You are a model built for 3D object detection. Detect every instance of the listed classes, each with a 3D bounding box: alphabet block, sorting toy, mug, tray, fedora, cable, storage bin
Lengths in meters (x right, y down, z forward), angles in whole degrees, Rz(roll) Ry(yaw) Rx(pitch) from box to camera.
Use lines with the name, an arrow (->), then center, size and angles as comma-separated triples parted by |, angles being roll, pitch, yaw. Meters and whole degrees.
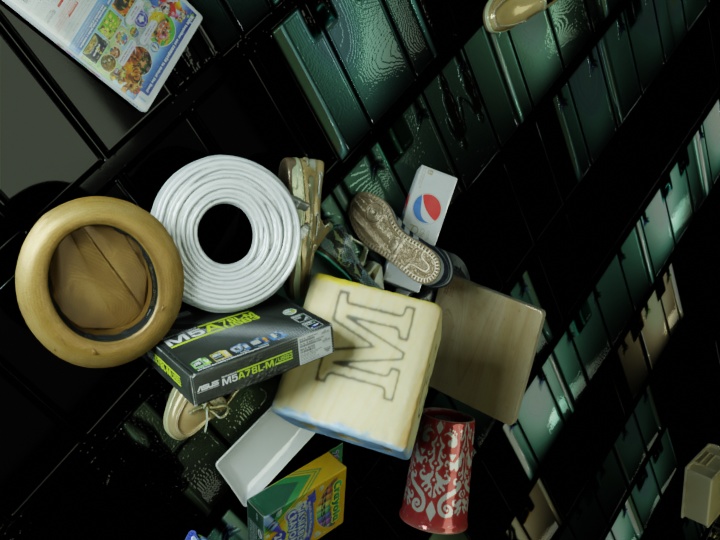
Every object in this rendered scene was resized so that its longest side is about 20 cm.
alphabet block -> 0.004, 0.144, 1.069 | 0.196, 0.192, 0.204 | 75, 31, -73
sorting toy -> 0.216, 0.130, 1.282 | 0.069, 0.196, 0.204 | -5, 112, -53
mug -> 0.147, 0.369, 1.407 | 0.130, 0.177, 0.205 | 6, 94, -7
tray -> -0.136, 0.260, 1.150 | 0.200, 0.022, 0.109 | -44, 127, -26
fedora -> -0.306, 0.009, 0.865 | 0.197, 0.081, 0.205 | -9, 107, -30
cable -> -0.173, -0.045, 0.950 | 0.198, 0.069, 0.203 | 31, 83, -18
storage bin -> 1.181, 0.725, 2.498 | 0.196, 0.093, 0.204 | -22, 116, -39

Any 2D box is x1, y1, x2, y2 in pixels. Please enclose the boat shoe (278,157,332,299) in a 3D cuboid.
boat shoe -> -0.075, -0.059, 1.063 | 0.075, 0.071, 0.205 | -3, 105, -23

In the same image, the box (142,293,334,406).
box -> -0.164, 0.088, 0.944 | 0.197, 0.192, 0.049 | -17, 116, -31

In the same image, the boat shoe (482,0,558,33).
boat shoe -> 0.301, -0.485, 1.324 | 0.199, 0.075, 0.073 | -40, 126, -29

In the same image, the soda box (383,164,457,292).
soda box -> 0.096, -0.068, 1.236 | 0.067, 0.064, 0.204 | 19, 87, -3

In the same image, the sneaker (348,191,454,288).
sneaker -> 0.067, -0.043, 1.167 | 0.070, 0.200, 0.108 | -51, 154, 11

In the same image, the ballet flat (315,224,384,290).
ballet flat -> 0.000, 0.000, 1.170 | 0.075, 0.073, 0.200 | -56, 137, -16

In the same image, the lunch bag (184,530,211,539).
lunch bag -> -0.215, 0.507, 1.048 | 0.169, 0.127, 0.202 | 37, 69, -26

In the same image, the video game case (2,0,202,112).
video game case -> -0.290, -0.303, 0.848 | 0.199, 0.018, 0.145 | 39, 74, -42

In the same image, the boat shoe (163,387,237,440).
boat shoe -> -0.198, 0.151, 1.031 | 0.202, 0.062, 0.073 | -56, 132, -17

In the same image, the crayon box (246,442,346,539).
crayon box -> -0.089, 0.382, 1.193 | 0.198, 0.051, 0.128 | -23, 128, -38

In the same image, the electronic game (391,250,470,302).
electronic game -> 0.126, 0.062, 1.332 | 0.197, 0.041, 0.204 | -16, 117, -33
